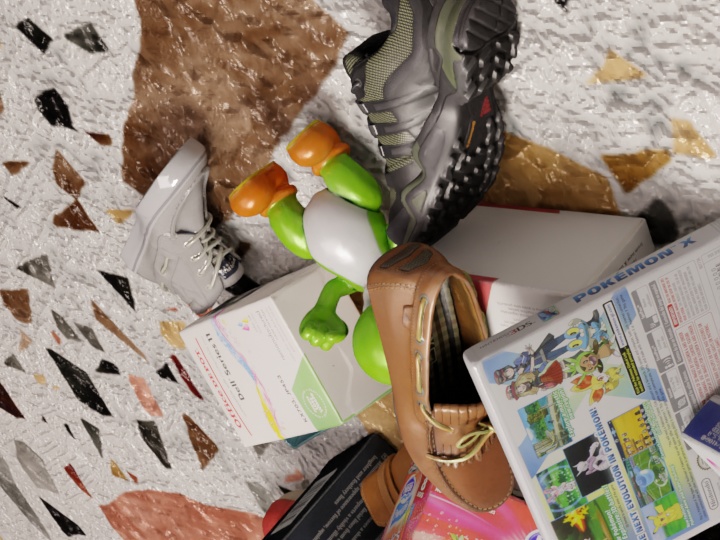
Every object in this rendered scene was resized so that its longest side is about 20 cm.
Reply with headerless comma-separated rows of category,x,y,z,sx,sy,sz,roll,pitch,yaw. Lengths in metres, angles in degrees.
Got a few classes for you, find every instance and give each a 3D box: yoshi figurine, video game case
yoshi figurine,0.000,0.000,1.089,0.200,0.112,0.112,51,154,-1
video game case,0.177,0.088,0.970,0.200,0.182,0.022,65,176,-30

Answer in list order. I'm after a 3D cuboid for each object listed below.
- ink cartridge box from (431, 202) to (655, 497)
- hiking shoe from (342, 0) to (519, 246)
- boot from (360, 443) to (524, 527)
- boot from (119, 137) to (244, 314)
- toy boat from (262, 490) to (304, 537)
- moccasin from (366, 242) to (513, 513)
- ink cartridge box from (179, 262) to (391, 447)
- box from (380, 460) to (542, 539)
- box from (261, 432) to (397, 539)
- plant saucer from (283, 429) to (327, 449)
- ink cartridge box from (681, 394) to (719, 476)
ink cartridge box,0.139,0.062,1.051,0.147,0.083,0.200,9,134,43
hiking shoe,0.037,-0.104,0.993,0.101,0.076,0.200,36,135,27
boot,0.094,0.216,1.253,0.200,0.077,0.155,52,134,-3
boot,-0.129,-0.030,1.261,0.095,0.074,0.200,37,156,0
toy boat,-0.041,0.313,1.483,0.130,0.131,0.200,16,138,36
moccasin,0.065,0.075,1.011,0.078,0.074,0.202,23,134,48
ink cartridge box,-0.071,0.074,1.276,0.200,0.067,0.117,-22,99,56
box,0.116,0.218,1.124,0.200,0.100,0.095,24,173,-8
box,0.019,0.268,1.352,0.200,0.148,0.107,46,148,-2
plant saucer,-0.037,0.100,1.344,0.070,0.019,0.200,46,146,-4
ink cartridge box,0.304,0.168,0.912,0.200,0.043,0.196,44,173,-23
